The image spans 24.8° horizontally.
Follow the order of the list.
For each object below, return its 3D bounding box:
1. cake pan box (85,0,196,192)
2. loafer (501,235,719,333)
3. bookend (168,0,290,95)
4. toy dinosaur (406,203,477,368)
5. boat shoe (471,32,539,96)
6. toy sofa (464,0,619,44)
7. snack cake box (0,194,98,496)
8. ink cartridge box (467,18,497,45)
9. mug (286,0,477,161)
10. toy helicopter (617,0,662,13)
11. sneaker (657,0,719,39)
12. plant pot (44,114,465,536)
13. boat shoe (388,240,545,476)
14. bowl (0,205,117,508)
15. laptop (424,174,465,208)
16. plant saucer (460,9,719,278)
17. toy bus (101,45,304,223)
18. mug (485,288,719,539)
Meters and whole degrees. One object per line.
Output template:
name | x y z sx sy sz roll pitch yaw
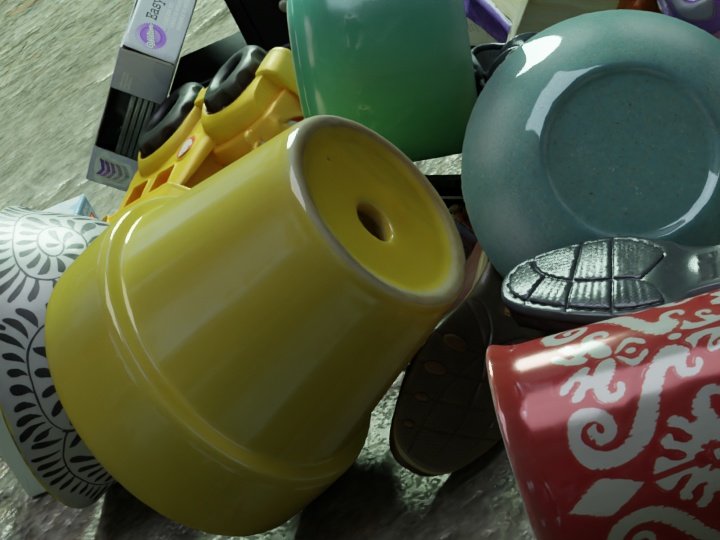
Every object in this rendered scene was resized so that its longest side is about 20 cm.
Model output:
cake pan box | -0.172 -0.189 1.364 0.052 0.185 0.202 17 54 -7
loafer | 0.178 0.021 0.909 0.198 0.063 0.072 -6 36 21
bookend | -0.086 -0.191 1.375 0.197 0.201 0.092 -20 29 14
toy dinosaur | 0.000 0.000 1.112 0.180 0.106 0.200 -15 15 -13
boat shoe | 0.117 -0.125 1.100 0.071 0.069 0.200 -13 13 -9
toy sofa | 0.106 -0.212 1.275 0.082 0.098 0.200 3 32 -30
snack cake box | -0.220 0.051 1.190 0.067 0.116 0.201 -20 30 15
ink cartridge box | 0.128 -0.261 1.458 0.161 0.050 0.199 -43 33 -24
mug | 0.015 -0.137 1.097 0.113 0.186 0.153 -9 55 2
toy helicopter | 0.249 -0.233 1.276 0.198 0.079 0.133 0 38 32
sneaker | 0.229 -0.235 1.194 0.080 0.089 0.201 -31 60 -1
plant pot | -0.048 0.020 0.936 0.189 0.200 0.202 -41 19 32
boat shoe | 0.071 0.046 1.000 0.201 0.072 0.068 -60 8 -32
bowl | -0.161 0.045 1.066 0.093 0.202 0.201 -14 31 12
laptop | 0.108 -0.089 1.130 0.176 0.199 0.105 1 82 44
plant saucer | 0.159 -0.065 0.973 0.200 0.202 0.039 -30 -11 -3
toy bus | -0.104 -0.045 1.197 0.199 0.136 0.193 -23 29 49
mug | 0.174 0.058 0.814 0.198 0.134 0.178 -19 31 10
